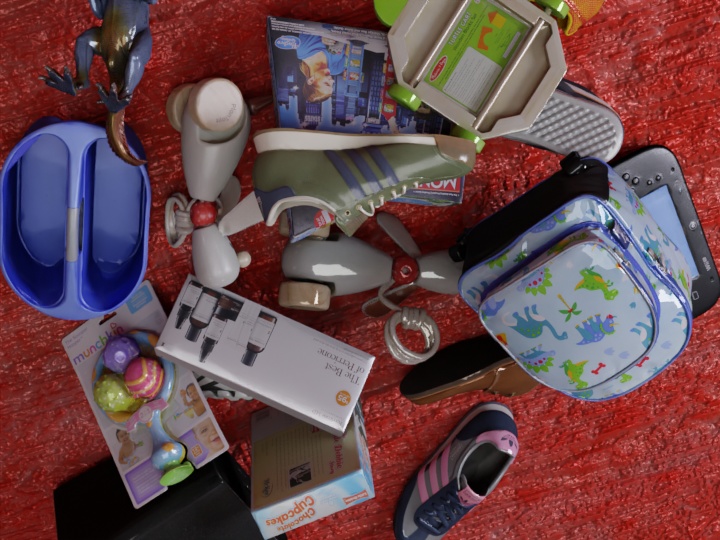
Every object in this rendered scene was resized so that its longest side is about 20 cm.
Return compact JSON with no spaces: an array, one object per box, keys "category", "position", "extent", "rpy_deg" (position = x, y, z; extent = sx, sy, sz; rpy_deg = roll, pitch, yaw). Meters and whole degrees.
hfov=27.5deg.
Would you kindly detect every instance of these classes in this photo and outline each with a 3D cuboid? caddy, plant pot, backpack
[{"category":"caddy","position":[-0.271,-0.052,1.397],"extent":[0.140,0.105,0.202],"rpy_deg":[3,114,-7]},{"category":"plant pot","position":[-0.182,0.282,1.518],"extent":[0.177,0.200,0.200],"rpy_deg":[-37,112,0]},{"category":"backpack","position":[0.207,0.026,1.364],"extent":[0.183,0.147,0.200],"rpy_deg":[-35,113,28]}]

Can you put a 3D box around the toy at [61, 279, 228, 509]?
[{"category":"toy","position":[-0.222,0.117,1.443],"extent":[0.115,0.047,0.201],"rpy_deg":[-33,70,10]}]

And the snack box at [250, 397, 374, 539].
[{"category":"snack box","position":[-0.051,0.182,1.471],"extent":[0.115,0.200,0.037],"rpy_deg":[-22,112,5]}]

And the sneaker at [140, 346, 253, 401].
[{"category":"sneaker","position":[-0.141,0.086,1.492],"extent":[0.198,0.067,0.091],"rpy_deg":[-11,116,4]}]

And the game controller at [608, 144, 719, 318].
[{"category":"game controller","position":[0.298,-0.029,1.496],"extent":[0.104,0.042,0.201],"rpy_deg":[-23,115,6]}]

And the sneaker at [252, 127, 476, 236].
[{"category":"sneaker","position":[0.001,-0.073,1.297],"extent":[0.198,0.067,0.091],"rpy_deg":[3,82,3]}]

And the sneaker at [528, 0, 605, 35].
[{"category":"sneaker","position":[0.142,-0.289,1.347],"extent":[0.200,0.073,0.077],"rpy_deg":[37,104,-19]}]

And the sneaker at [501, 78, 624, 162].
[{"category":"sneaker","position":[0.160,-0.160,1.412],"extent":[0.199,0.079,0.079],"rpy_deg":[30,104,9]}]

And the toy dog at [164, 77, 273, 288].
[{"category":"toy dog","position":[-0.122,-0.094,1.392],"extent":[0.096,0.132,0.201],"rpy_deg":[-9,121,-24]}]

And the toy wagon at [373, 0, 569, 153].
[{"category":"toy wagon","position":[0.086,-0.210,1.321],"extent":[0.199,0.040,0.156],"rpy_deg":[33,90,-2]}]

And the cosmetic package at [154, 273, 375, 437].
[{"category":"cosmetic package","position":[-0.092,0.083,1.420],"extent":[0.199,0.051,0.083],"rpy_deg":[23,79,0]}]

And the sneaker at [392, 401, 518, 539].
[{"category":"sneaker","position":[0.100,0.235,1.574],"extent":[0.070,0.082,0.201],"rpy_deg":[26,110,-16]}]

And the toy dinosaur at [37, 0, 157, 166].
[{"category":"toy dinosaur","position":[-0.223,-0.231,1.321],"extent":[0.104,0.182,0.201],"rpy_deg":[12,147,8]}]

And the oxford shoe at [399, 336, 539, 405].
[{"category":"oxford shoe","position":[0.139,0.108,1.529],"extent":[0.199,0.071,0.072],"rpy_deg":[-18,118,2]}]

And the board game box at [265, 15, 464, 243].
[{"category":"board game box","position":[-0.002,-0.120,1.364],"extent":[0.198,0.062,0.202],"rpy_deg":[8,86,-4]}]

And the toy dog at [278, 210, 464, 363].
[{"category":"toy dog","position":[0.000,0.000,1.453],"extent":[0.199,0.096,0.133],"rpy_deg":[26,84,-12]}]
